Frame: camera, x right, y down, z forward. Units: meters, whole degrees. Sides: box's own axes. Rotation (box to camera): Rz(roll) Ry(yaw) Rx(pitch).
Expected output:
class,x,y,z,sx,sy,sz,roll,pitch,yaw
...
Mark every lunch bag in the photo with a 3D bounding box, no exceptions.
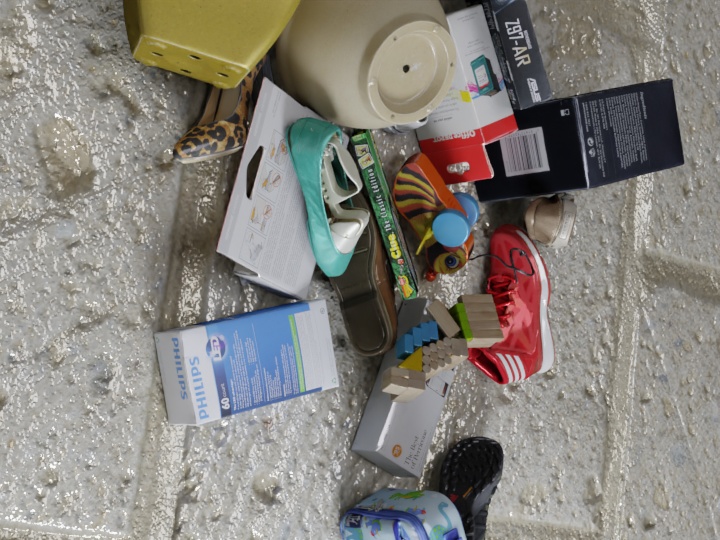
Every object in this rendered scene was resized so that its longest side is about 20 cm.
class,x,y,z,sx,sy,sz,roll,pitch,yaw
lunch bag,0.067,0.353,1.673,0.082,0.160,0.202,-25,103,-37

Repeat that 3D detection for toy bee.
class,x,y,z,sx,sy,sz,roll,pitch,yaw
toy bee,0.100,-0.039,1.774,0.201,0.109,0.130,56,31,11

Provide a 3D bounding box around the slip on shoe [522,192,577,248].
class,x,y,z,sx,sy,sz,roll,pitch,yaw
slip on shoe,0.239,-0.065,1.861,0.060,0.200,0.077,13,98,4

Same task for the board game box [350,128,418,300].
class,x,y,z,sx,sy,sz,roll,pitch,yaw
board game box,0.030,-0.071,1.724,0.105,0.023,0.202,-66,139,-78

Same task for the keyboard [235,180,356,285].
class,x,y,z,sx,sy,sz,roll,pitch,yaw
keyboard,-0.071,-0.046,1.688,0.199,0.011,0.057,-28,104,-37

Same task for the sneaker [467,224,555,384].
class,x,y,z,sx,sy,sz,roll,pitch,yaw
sneaker,0.182,0.050,1.847,0.115,0.078,0.202,-21,99,-39

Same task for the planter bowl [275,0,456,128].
class,x,y,z,sx,sy,sz,roll,pitch,yaw
planter bowl,0.024,-0.242,1.612,0.198,0.135,0.202,-18,125,-27

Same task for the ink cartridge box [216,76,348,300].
class,x,y,z,sx,sy,sz,roll,pitch,yaw
ink cartridge box,-0.097,-0.089,1.605,0.176,0.044,0.202,31,70,-52

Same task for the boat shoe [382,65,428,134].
class,x,y,z,sx,sy,sz,roll,pitch,yaw
boat shoe,0.035,-0.265,1.756,0.073,0.066,0.202,-35,108,-36

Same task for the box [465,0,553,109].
class,x,y,z,sx,sy,sz,roll,pitch,yaw
box,0.179,-0.287,1.802,0.043,0.200,0.162,-18,99,-1

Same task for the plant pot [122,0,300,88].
class,x,y,z,sx,sy,sz,roll,pitch,yaw
plant pot,-0.154,-0.305,1.502,0.193,0.194,0.202,17,82,-13

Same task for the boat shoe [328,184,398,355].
class,x,y,z,sx,sy,sz,roll,pitch,yaw
boat shoe,0.000,0.000,1.713,0.068,0.071,0.203,-8,90,-70

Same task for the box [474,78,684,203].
class,x,y,z,sx,sy,sz,roll,pitch,yaw
box,0.275,-0.166,1.861,0.199,0.196,0.119,-16,97,-39

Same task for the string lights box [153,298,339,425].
class,x,y,z,sx,sy,sz,roll,pitch,yaw
string lights box,-0.123,0.099,1.603,0.199,0.059,0.104,-11,93,-39

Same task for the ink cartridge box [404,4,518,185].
class,x,y,z,sx,sy,sz,roll,pitch,yaw
ink cartridge box,0.119,-0.213,1.789,0.067,0.116,0.202,-25,102,-36

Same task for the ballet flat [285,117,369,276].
class,x,y,z,sx,sy,sz,roll,pitch,yaw
ballet flat,-0.028,-0.075,1.608,0.067,0.070,0.202,-48,133,-44

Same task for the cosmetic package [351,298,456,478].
class,x,y,z,sx,sy,sz,roll,pitch,yaw
cosmetic package,0.063,0.142,1.757,0.082,0.050,0.202,32,67,-32

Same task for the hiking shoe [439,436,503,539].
class,x,y,z,sx,sy,sz,roll,pitch,yaw
hiking shoe,0.125,0.296,1.792,0.101,0.075,0.201,92,19,-44

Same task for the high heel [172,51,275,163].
class,x,y,z,sx,sy,sz,roll,pitch,yaw
high heel,-0.160,-0.202,1.582,0.200,0.071,0.144,-36,116,-52

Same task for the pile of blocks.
class,x,y,z,sx,sy,sz,roll,pitch,yaw
pile of blocks,0.083,0.090,1.714,0.199,0.062,0.083,-29,82,-38
